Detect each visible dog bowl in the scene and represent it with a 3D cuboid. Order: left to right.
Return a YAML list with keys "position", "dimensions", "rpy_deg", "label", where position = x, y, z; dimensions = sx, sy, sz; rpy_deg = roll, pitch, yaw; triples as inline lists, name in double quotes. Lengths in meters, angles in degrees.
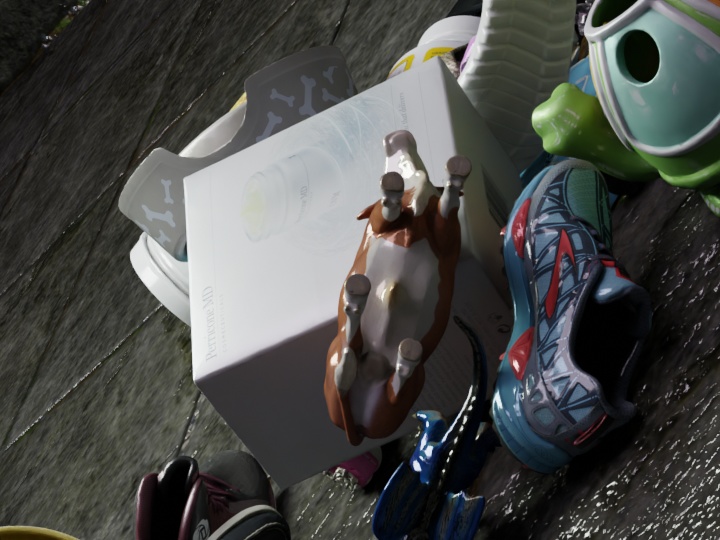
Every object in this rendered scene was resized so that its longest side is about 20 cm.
- position: [-0.079, -0.080, 1.898]
  dimensions: [0.200, 0.059, 0.200]
  rpy_deg: [-34, -11, -7]
  label: "dog bowl"

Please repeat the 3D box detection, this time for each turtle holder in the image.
- position: [0.196, -0.125, 1.539]
  dimensions: [0.141, 0.132, 0.185]
  rpy_deg: [-58, 19, -17]
  label: "turtle holder"

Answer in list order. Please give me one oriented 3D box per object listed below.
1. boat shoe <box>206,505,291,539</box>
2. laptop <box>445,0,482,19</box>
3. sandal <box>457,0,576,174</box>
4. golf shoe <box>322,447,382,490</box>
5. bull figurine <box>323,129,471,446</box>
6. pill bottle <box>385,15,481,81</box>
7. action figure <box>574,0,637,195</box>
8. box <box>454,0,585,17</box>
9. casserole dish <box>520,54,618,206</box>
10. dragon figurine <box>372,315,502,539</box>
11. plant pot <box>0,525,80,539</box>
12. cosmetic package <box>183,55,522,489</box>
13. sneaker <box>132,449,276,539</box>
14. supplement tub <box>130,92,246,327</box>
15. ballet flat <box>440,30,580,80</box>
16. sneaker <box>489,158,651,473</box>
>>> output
- position: [-0.098, 0.247, 1.722]
  dimensions: [0.066, 0.075, 0.200]
  rpy_deg: [17, 61, 48]
  label: "boat shoe"
- position: [0.122, -0.311, 2.023]
  dimensions: [0.200, 0.103, 0.177]
  rpy_deg: [-55, 16, -16]
  label: "laptop"
- position: [0.101, -0.140, 1.727]
  dimensions: [0.050, 0.082, 0.203]
  rpy_deg: [-101, 24, -51]
  label: "sandal"
- position: [-0.018, 0.093, 1.806]
  dimensions: [0.092, 0.075, 0.200]
  rpy_deg: [-51, 17, -4]
  label: "golf shoe"
- position: [0.023, -0.001, 1.487]
  dimensions: [0.122, 0.065, 0.201]
  rpy_deg: [97, -177, -66]
  label: "bull figurine"
- position: [0.062, -0.094, 1.895]
  dimensions: [0.112, 0.112, 0.201]
  rpy_deg: [-39, 21, 40]
  label: "pill bottle"
- position: [0.196, -0.150, 1.699]
  dimensions: [0.130, 0.069, 0.201]
  rpy_deg: [-18, 42, 42]
  label: "action figure"
- position: [0.152, -0.234, 2.047]
  dimensions: [0.200, 0.049, 0.161]
  rpy_deg: [-45, 15, 23]
  label: "box"
- position: [0.145, -0.083, 1.774]
  dimensions: [0.121, 0.039, 0.201]
  rpy_deg: [-34, 26, 51]
  label: "casserole dish"
- position: [0.042, 0.132, 1.504]
  dimensions: [0.100, 0.059, 0.201]
  rpy_deg: [-65, -4, -58]
  label: "dragon figurine"
- position: [-0.241, 0.298, 1.849]
  dimensions: [0.201, 0.199, 0.142]
  rpy_deg: [-59, -10, -20]
  label: "plant pot"
- position: [0.000, 0.000, 1.667]
  dimensions: [0.199, 0.123, 0.200]
  rpy_deg: [-26, 39, 16]
  label: "cosmetic package"
- position: [-0.109, 0.160, 1.806]
  dimensions: [0.200, 0.075, 0.116]
  rpy_deg: [-68, -20, -54]
  label: "sneaker"
- position: [-0.083, -0.051, 2.152]
  dimensions: [0.200, 0.145, 0.146]
  rpy_deg: [-49, 16, 13]
  label: "supplement tub"
- position: [0.112, -0.147, 1.835]
  dimensions: [0.075, 0.068, 0.200]
  rpy_deg: [-41, -10, 39]
  label: "ballet flat"
- position: [0.137, 0.019, 1.511]
  dimensions: [0.095, 0.079, 0.201]
  rpy_deg: [-26, 48, 44]
  label: "sneaker"
